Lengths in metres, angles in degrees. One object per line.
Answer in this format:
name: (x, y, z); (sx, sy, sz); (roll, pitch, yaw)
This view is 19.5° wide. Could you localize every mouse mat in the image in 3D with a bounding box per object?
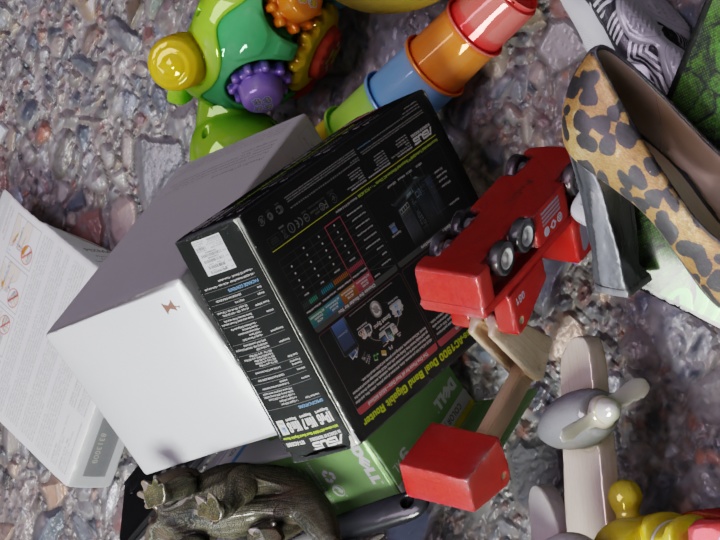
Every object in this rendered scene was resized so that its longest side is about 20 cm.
mouse mat: (0.234, -0.051, 1.148); (0.160, 0.008, 0.201); (27, 117, 14)

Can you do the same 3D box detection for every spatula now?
spatula: (-0.035, 0.174, 1.310); (0.200, 0.021, 0.057); (-27, 42, 35)

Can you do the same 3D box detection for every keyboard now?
keyboard: (-0.110, 0.101, 1.474); (0.200, 0.021, 0.127); (-49, 25, 29)

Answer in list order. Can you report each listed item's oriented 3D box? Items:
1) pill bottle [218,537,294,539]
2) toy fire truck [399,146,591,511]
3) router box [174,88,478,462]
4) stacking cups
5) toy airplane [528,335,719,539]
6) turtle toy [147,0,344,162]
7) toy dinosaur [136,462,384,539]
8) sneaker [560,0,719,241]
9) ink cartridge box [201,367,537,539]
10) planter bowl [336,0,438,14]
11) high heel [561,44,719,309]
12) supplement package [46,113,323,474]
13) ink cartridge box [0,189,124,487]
pill bottle: (-0.032, 0.245, 1.366); (0.200, 0.111, 0.112); (33, 109, 39)
toy fire truck: (0.086, 0.031, 1.247); (0.049, 0.200, 0.142); (9, 128, 33)
router box: (0.000, 0.000, 1.259); (0.062, 0.200, 0.150); (-20, 102, 44)
stacking cups: (0.031, -0.123, 1.363); (0.200, 0.060, 0.061); (-45, 59, 30)
toy airplane: (0.138, 0.167, 1.193); (0.200, 0.141, 0.200); (46, 118, 34)
turtle toy: (-0.071, -0.146, 1.420); (0.101, 0.146, 0.201); (28, 109, 9)
toy dinosaur: (-0.073, 0.144, 1.290); (0.199, 0.102, 0.077); (-13, 99, 27)
sneaker: (0.157, -0.090, 1.234); (0.115, 0.075, 0.200); (-52, 59, 24)
ink cartridge box: (0.004, 0.104, 1.338); (0.199, 0.104, 0.059); (-17, 114, 40)
planter bowl: (0.019, -0.224, 1.336); (0.199, 0.084, 0.201); (-6, 51, 8)
high heel: (0.200, -0.051, 1.116); (0.199, 0.071, 0.143); (3, 116, 33)
supplement package: (-0.084, 0.013, 1.321); (0.117, 0.200, 0.117); (-19, 113, 34)
ink cartridge box: (-0.234, 0.050, 1.614); (0.200, 0.047, 0.161); (36, 112, 44)
